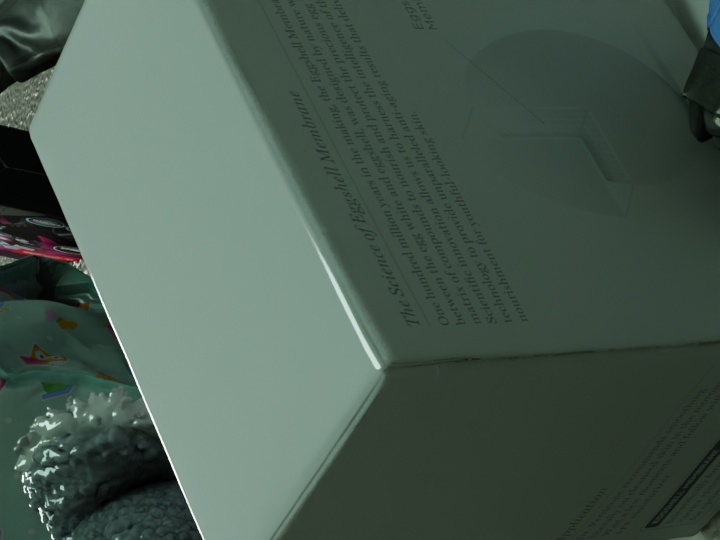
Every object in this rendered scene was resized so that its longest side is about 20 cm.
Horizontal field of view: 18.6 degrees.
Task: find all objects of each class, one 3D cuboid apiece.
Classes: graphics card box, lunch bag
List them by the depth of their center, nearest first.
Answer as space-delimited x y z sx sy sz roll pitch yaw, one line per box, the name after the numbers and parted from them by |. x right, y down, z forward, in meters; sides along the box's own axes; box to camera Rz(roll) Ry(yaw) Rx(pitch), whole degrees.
-0.197 0.097 1.284 0.200 0.121 0.171 -123 46 -65 | lunch bag
-0.208 -0.043 1.338 0.200 0.125 0.051 -12 68 62 | graphics card box

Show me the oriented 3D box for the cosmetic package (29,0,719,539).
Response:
0.024 -0.014 0.733 0.123 0.199 0.200 -56 48 39 | cosmetic package

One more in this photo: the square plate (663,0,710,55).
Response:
0.079 -0.071 0.876 0.201 0.028 0.199 -61 33 36 | square plate

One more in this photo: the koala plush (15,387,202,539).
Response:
-0.031 0.119 0.815 0.184 0.199 0.179 -22 68 59 | koala plush

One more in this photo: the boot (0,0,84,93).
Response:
-0.182 -0.122 1.238 0.200 0.131 0.070 32 152 60 | boot

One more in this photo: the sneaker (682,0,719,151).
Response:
0.160 -0.071 0.653 0.200 0.076 0.112 16 90 68 | sneaker
